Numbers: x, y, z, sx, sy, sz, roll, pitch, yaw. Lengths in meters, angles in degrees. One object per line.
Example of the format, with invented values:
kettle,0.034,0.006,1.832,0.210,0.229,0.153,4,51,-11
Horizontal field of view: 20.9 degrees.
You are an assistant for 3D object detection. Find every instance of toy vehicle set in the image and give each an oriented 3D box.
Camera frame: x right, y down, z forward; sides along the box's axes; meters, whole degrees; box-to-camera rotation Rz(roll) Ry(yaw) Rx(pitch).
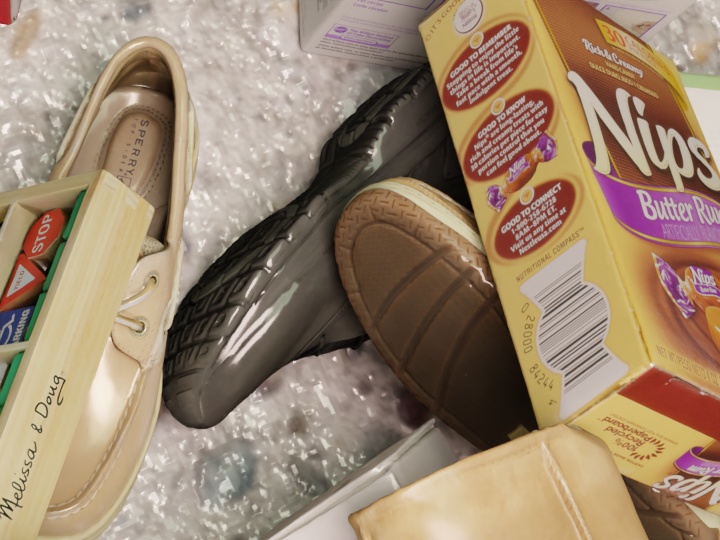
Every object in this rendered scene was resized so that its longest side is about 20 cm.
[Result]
toy vehicle set,-0.149,0.064,0.676,0.026,0.124,0.201,37,58,-36

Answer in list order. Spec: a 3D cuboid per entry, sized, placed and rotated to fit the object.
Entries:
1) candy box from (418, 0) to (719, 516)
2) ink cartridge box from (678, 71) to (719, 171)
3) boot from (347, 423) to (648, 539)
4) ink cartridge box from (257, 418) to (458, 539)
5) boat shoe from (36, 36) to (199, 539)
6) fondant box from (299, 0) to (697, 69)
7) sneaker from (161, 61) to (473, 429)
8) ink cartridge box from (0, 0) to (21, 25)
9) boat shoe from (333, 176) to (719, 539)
candy box,0.097,-0.016,0.746,0.116,0.056,0.201,25,38,-42
ink cartridge box,0.141,0.010,0.861,0.144,0.048,0.202,5,71,-11
boot,0.106,0.141,0.628,0.174,0.066,0.201,-15,75,-41
ink cartridge box,0.039,0.166,0.707,0.086,0.146,0.201,-33,86,8
boat shoe,-0.102,0.005,0.744,0.071,0.065,0.202,14,64,-3
fondant box,0.076,-0.146,0.811,0.143,0.200,0.059,7,69,-23
sneaker,0.000,0.000,0.801,0.091,0.076,0.200,50,63,-13
ink cartridge box,-0.215,-0.189,0.733,0.198,0.084,0.146,9,68,-5
boat shoe,0.071,0.034,0.773,0.200,0.071,0.076,49,43,-12
